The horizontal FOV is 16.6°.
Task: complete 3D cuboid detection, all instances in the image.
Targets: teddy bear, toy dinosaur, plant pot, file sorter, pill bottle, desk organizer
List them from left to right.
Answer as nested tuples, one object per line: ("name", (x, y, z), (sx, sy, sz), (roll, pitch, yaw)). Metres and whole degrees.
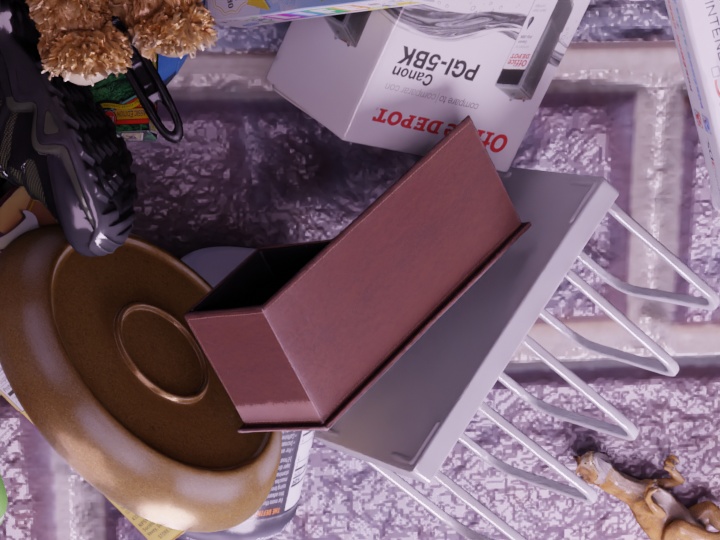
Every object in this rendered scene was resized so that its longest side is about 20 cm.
("teddy bear", (-0.154, -0.184, 1.337), (0.145, 0.200, 0.067), (-7, 149, -9))
("plant pot", (-0.114, 0.050, 1.348), (0.200, 0.200, 0.027), (40, 121, -18))
("pill bottle", (-0.081, 0.095, 1.518), (0.106, 0.106, 0.201), (10, 109, -9))
("desk organizer", (0.000, 0.000, 1.363), (0.200, 0.072, 0.077), (-43, 115, -37))
("file sorter", (0.098, 0.057, 1.467), (0.124, 0.139, 0.200), (38, 79, -23))
("toy dinosaur", (0.216, 0.179, 1.617), (0.106, 0.060, 0.200), (-27, 107, 30))

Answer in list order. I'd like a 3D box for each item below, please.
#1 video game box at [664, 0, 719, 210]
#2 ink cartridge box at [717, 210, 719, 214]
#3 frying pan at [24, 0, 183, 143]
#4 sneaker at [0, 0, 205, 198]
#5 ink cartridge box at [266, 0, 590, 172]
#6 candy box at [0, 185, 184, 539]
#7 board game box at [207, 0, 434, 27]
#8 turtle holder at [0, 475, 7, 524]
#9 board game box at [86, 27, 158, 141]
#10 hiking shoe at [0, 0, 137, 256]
("video game box", (0.270, -0.142, 1.351), (0.199, 0.047, 0.183), (-19, 112, -4))
("ink cartridge box", (0.337, -0.023, 1.551), (0.173, 0.044, 0.200), (-33, 111, 7))
("frying pan", (-0.166, -0.158, 1.403), (0.115, 0.031, 0.191), (-8, 74, 6))
("sneaker", (-0.158, -0.100, 1.454), (0.066, 0.078, 0.200), (38, 101, -15))
("ink cartridge box", (0.056, -0.167, 1.414), (0.147, 0.083, 0.200), (7, 114, -44))
("candy box", (-0.147, 0.047, 1.390), (0.056, 0.117, 0.200), (-39, 99, 29))
("board game box", (-0.025, -0.241, 1.358), (0.134, 0.034, 0.201), (-4, 87, 36))
("turtle holder", (-0.288, 0.093, 1.496), (0.131, 0.141, 0.186), (-18, 152, 17))
("board game box", (-0.216, -0.123, 1.423), (0.199, 0.023, 0.105), (-2, 78, 5))
("hiking shoe", (-0.199, -0.077, 1.360), (0.101, 0.076, 0.200), (-37, 69, 13))
